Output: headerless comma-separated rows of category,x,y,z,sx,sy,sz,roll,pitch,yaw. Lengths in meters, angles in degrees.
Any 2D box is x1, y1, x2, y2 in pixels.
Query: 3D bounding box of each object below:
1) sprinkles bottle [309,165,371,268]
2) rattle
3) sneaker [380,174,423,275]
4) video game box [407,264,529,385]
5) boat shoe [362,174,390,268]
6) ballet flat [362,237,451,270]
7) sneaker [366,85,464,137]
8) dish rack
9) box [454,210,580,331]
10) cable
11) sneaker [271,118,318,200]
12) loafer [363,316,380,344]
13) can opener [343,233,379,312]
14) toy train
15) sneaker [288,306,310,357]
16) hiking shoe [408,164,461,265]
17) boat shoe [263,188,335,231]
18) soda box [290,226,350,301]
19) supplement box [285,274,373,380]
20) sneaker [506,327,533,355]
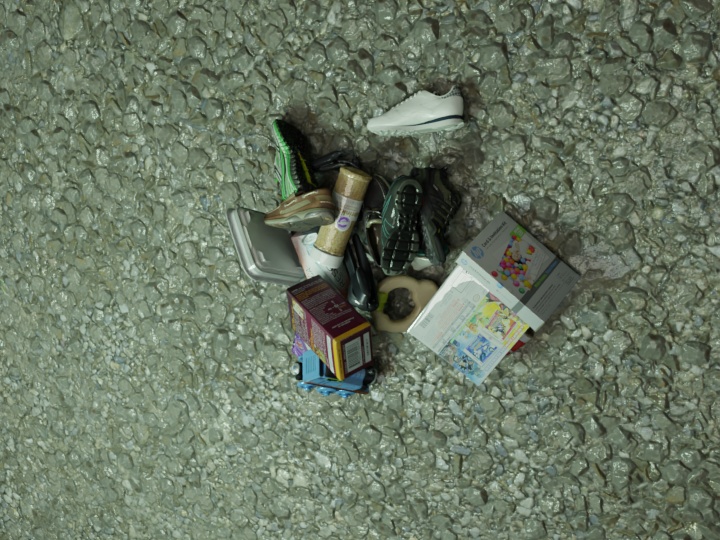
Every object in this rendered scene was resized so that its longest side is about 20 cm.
sprinkles bottle,-0.041,-0.107,1.616,0.068,0.068,0.201,25,106,16
rattle,0.108,0.054,1.707,0.199,0.143,0.131,-17,93,-8
sneaker,0.077,-0.089,1.561,0.075,0.079,0.201,6,107,-20
video game box,0.221,0.098,1.576,0.182,0.047,0.200,38,115,6
boat shoe,0.039,-0.098,1.618,0.072,0.065,0.201,-10,87,21
ballet flat,0.098,-0.034,1.669,0.199,0.069,0.070,10,109,26
sneaker,0.107,-0.310,1.579,0.199,0.076,0.081,-4,92,21
dish rack,-0.190,-0.055,1.693,0.043,0.200,0.172,-29,70,25
box,0.301,-0.002,1.527,0.200,0.156,0.041,41,143,9
cable,-0.071,-0.161,1.716,0.200,0.051,0.164,-21,101,25
sneaker,-0.158,-0.231,1.681,0.085,0.078,0.201,-32,61,34
loafer,-0.019,0.140,1.738,0.200,0.072,0.063,-23,83,62
can opener,0.000,0.000,1.638,0.063,0.200,0.079,9,134,-23
toy train,-0.052,0.223,1.739,0.114,0.200,0.087,-24,58,44
sneaker,-0.131,0.156,1.818,0.083,0.081,0.201,-9,102,32
hiking shoe,0.158,-0.111,1.579,0.100,0.076,0.201,-10,87,-11
boat shoe,-0.120,-0.123,1.614,0.200,0.076,0.072,-6,76,43
soda box,-0.076,-0.001,1.730,0.068,0.064,0.200,-9,114,27
supplement box,-0.064,0.113,1.631,0.200,0.085,0.111,42,147,42
sneaker,0.243,0.097,1.631,0.200,0.071,0.112,46,115,4
